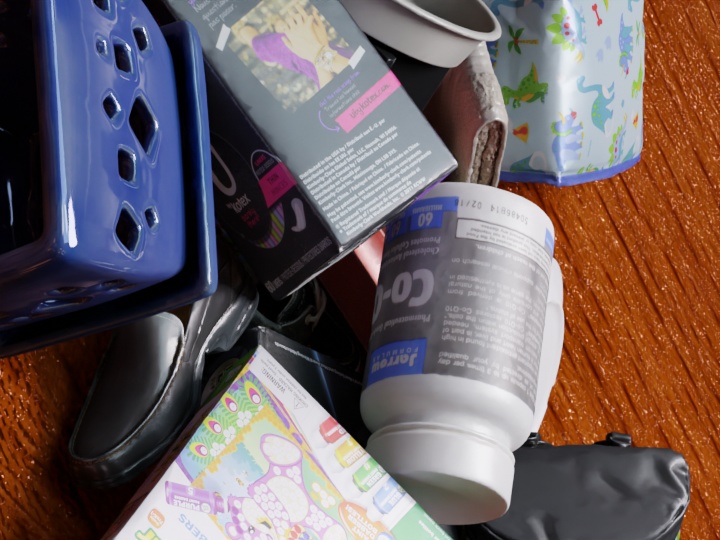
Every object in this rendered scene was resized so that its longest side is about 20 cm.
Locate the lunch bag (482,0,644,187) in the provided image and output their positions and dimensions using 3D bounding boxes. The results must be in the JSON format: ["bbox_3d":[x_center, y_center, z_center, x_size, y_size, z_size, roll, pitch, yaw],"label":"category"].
[{"bbox_3d":[0.176,-0.165,2.048,0.200,0.127,0.171,-12,107,-50],"label":"lunch bag"}]

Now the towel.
[{"bbox_3d":[0.076,-0.121,1.894,0.200,0.034,0.133,96,-19,-63],"label":"towel"}]

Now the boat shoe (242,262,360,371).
[{"bbox_3d":[-0.058,0.030,1.665,0.200,0.064,0.071,27,46,-44],"label":"boat shoe"}]

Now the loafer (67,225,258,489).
[{"bbox_3d":[-0.131,0.049,1.507,0.200,0.073,0.072,-64,144,-42],"label":"loafer"}]

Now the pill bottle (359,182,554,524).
[{"bbox_3d":[0.060,0.055,1.582,0.114,0.114,0.201,32,56,-40],"label":"pill bottle"}]

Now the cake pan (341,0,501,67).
[{"bbox_3d":[0.006,-0.206,1.708,0.200,0.037,0.200,31,18,-11],"label":"cake pan"}]

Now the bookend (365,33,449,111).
[{"bbox_3d":[-0.008,-0.159,1.777,0.199,0.092,0.200,44,21,30],"label":"bookend"}]

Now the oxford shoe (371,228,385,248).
[{"bbox_3d":[0.050,-0.027,1.874,0.200,0.071,0.074,61,17,-20],"label":"oxford shoe"}]

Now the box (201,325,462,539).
[{"bbox_3d":[-0.026,0.151,1.599,0.200,0.086,0.164,29,45,-43],"label":"box"}]

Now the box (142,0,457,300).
[{"bbox_3d":[-0.054,-0.101,1.526,0.106,0.122,0.200,-35,88,-27],"label":"box"}]

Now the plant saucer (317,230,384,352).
[{"bbox_3d":[0.000,0.000,1.737,0.200,0.037,0.200,57,8,-4],"label":"plant saucer"}]

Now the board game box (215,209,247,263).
[{"bbox_3d":[-0.122,-0.110,1.590,0.200,0.037,0.152,27,64,-14],"label":"board game box"}]

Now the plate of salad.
[{"bbox_3d":[0.102,0.083,1.803,0.200,0.048,0.201,17,90,-70],"label":"plate of salad"}]

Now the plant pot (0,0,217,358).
[{"bbox_3d":[-0.192,-0.058,1.401,0.180,0.199,0.201,21,59,-54],"label":"plant pot"}]

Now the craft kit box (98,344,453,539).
[{"bbox_3d":[-0.043,0.175,1.440,0.200,0.048,0.198,45,44,-9],"label":"craft kit box"}]

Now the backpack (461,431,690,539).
[{"bbox_3d":[0.140,0.216,1.710,0.162,0.200,0.154,1,63,-5],"label":"backpack"}]
